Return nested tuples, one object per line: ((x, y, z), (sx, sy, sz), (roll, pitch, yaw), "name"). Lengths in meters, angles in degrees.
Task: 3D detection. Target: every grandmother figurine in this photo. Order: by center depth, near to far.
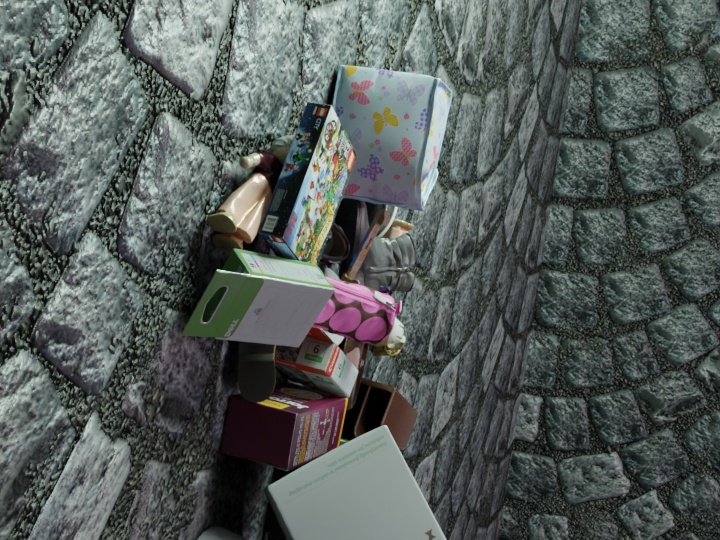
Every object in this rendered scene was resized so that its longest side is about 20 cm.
((-0.129, -0.107, 1.401), (0.121, 0.060, 0.200), (92, 23, -49), "grandmother figurine")
((0.047, 0.007, 1.929), (0.121, 0.060, 0.201), (15, 91, -60), "grandmother figurine")

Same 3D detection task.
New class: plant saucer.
((-0.011, 0.158, 1.837), (0.200, 0.034, 0.201), (12, 90, -85), "plant saucer")

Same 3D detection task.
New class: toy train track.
((0.000, 0.000, 1.641), (0.200, 0.032, 0.115), (-63, 158, 5), "toy train track")

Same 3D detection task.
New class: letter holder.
((0.021, 0.298, 1.987), (0.200, 0.100, 0.142), (54, 53, -64), "letter holder")

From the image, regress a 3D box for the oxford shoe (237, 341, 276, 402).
((-0.145, 0.080, 1.486), (0.071, 0.071, 0.201), (-155, -106, -80), "oxford shoe")

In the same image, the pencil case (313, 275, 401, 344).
((-0.038, 0.045, 1.556), (0.200, 0.094, 0.091), (17, 66, -37), "pencil case")

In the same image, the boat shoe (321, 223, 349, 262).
((-0.070, -0.054, 1.563), (0.200, 0.060, 0.074), (45, 60, -67), "boat shoe")

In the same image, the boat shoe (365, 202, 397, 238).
((0.032, -0.152, 1.786), (0.060, 0.074, 0.201), (28, 78, -64), "boat shoe")

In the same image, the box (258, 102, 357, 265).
((-0.068, -0.107, 1.435), (0.137, 0.038, 0.200), (56, 49, -62), "box")

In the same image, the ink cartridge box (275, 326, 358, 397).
((-0.084, 0.129, 1.586), (0.200, 0.109, 0.050), (56, 51, -63), "ink cartridge box")

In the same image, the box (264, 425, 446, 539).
((-0.012, 0.359, 1.533), (0.200, 0.199, 0.171), (63, -11, 7), "box")

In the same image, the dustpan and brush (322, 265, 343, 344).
((-0.049, 0.081, 1.751), (0.200, 0.057, 0.140), (34, 61, -62), "dustpan and brush")

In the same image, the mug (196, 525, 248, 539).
((-0.156, 0.456, 1.520), (0.187, 0.153, 0.150), (-16, 116, -68), "mug")

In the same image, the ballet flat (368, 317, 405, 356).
((0.047, 0.104, 1.796), (0.200, 0.063, 0.069), (84, 18, -76), "ballet flat")

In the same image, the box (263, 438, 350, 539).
((-0.059, 0.384, 1.743), (0.124, 0.148, 0.201), (-2, 103, -68), "box")

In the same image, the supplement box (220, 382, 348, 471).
((-0.109, 0.228, 1.573), (0.200, 0.110, 0.086), (0, 102, -70), "supplement box")

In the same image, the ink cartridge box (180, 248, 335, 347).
((-0.140, 0.035, 1.354), (0.200, 0.059, 0.104), (10, 121, -45), "ink cartridge box")

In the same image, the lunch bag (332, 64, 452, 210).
((0.038, -0.201, 1.633), (0.127, 0.169, 0.201), (21, 79, -73), "lunch bag")

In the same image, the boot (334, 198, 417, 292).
((0.029, -0.045, 1.753), (0.131, 0.070, 0.200), (-17, 126, -26), "boot")
